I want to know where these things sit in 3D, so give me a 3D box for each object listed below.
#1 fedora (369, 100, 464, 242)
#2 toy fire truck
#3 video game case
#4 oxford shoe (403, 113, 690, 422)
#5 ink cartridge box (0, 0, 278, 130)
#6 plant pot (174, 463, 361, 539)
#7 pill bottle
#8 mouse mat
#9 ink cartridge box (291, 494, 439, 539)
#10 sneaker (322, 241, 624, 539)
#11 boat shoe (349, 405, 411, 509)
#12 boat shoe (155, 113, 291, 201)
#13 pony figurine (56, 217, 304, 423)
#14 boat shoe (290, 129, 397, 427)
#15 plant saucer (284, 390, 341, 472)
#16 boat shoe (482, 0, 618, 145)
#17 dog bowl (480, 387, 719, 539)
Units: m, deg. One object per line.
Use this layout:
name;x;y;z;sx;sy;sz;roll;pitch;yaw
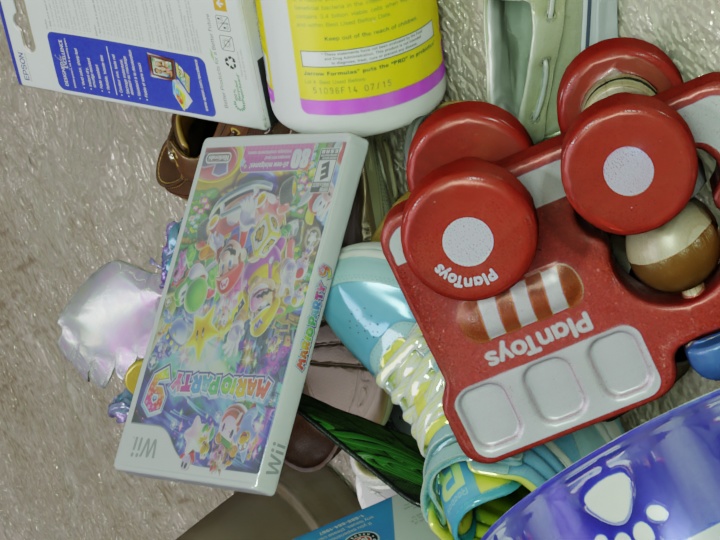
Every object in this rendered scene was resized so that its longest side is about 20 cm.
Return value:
fedora;0.058;0.005;1.478;0.201;0.081;0.202;41;143;42
toy fire truck;0.114;-0.008;1.272;0.112;0.199;0.169;-84;-30;-67
video game case;-0.068;0.021;1.440;0.143;0.018;0.201;2;74;52
oxford shoe;0.104;-0.015;1.358;0.200;0.073;0.084;45;134;-16
ink cartridge box;-0.134;-0.145;1.553;0.199;0.037;0.095;11;126;32
plant pot;-0.085;0.252;1.838;0.200;0.173;0.201;44;146;42
pill bottle;-0.012;-0.183;1.451;0.104;0.104;0.201;30;134;52
mouse mat;0.057;0.124;1.487;0.161;0.199;0.008;35;100;48
ink cartridge box;0.070;0.213;1.538;0.200;0.146;0.086;38;140;46
sneaker;0.044;0.072;1.373;0.200;0.131;0.080;36;124;4
boat shoe;0.022;0.111;1.643;0.071;0.069;0.200;59;152;20
boat shoe;-0.093;-0.093;1.690;0.200;0.067;0.073;-21;58;61
pony figurine;-0.098;0.042;1.603;0.166;0.200;0.194;29;114;-6
boat shoe;0.000;0.000;1.574;0.072;0.065;0.201;-6;90;30
plant saucer;-0.037;0.031;1.705;0.200;0.034;0.202;34;128;57
boat shoe;0.092;-0.154;1.318;0.072;0.062;0.201;28;133;53
dog bowl;0.158;0.127;1.246;0.079;0.199;0.200;62;153;17
